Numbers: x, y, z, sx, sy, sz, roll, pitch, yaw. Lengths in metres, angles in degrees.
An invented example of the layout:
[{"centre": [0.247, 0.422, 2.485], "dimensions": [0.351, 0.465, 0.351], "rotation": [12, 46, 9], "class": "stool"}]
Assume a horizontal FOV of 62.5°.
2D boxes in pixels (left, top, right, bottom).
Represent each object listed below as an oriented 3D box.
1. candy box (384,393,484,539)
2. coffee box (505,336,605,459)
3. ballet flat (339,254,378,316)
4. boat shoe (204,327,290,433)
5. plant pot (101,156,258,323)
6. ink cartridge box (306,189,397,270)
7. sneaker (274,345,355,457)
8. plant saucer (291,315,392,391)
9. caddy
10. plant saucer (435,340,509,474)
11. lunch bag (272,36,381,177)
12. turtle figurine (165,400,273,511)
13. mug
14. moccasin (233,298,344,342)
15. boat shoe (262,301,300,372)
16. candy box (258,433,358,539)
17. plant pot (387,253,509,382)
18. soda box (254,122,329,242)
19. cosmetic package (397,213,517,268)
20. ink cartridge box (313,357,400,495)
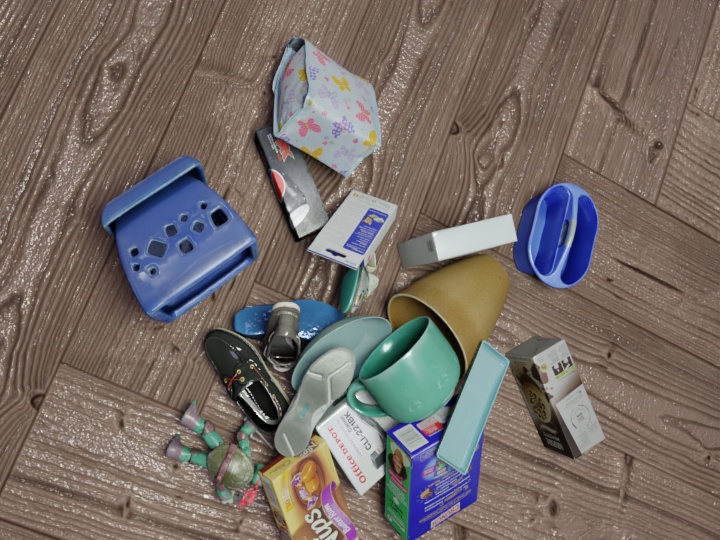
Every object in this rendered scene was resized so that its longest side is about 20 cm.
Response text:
[{"centre": [0.127, 0.341, 1.022], "dimensions": [0.165, 0.077, 0.206], "rotation": [-18, 121, -30], "class": "candy box"}, {"centre": [0.369, 0.238, 1.131], "dimensions": [0.078, 0.113, 0.205], "rotation": [-24, 91, -14], "class": "coffee box"}, {"centre": [0.000, 0.000, 1.041], "dimensions": [0.070, 0.073, 0.204], "rotation": [8, 46, -13], "class": "ballet flat"}, {"centre": [-0.195, 0.184, 1.004], "dimensions": [0.073, 0.063, 0.203], "rotation": [-37, 95, 16], "class": "boat shoe"}, {"centre": [-0.289, -0.051, 0.949], "dimensions": [0.198, 0.200, 0.182], "rotation": [-35, 89, -13], "class": "plant pot"}, {"centre": [-0.011, -0.066, 1.028], "dimensions": [0.092, 0.038, 0.201], "rotation": [20, 41, 12], "class": "ink cartridge box"}, {"centre": [-0.077, 0.205, 0.981], "dimensions": [0.070, 0.080, 0.203], "rotation": [34, 96, -5], "class": "sneaker"}, {"centre": [-0.037, 0.136, 1.019], "dimensions": [0.197, 0.204, 0.039], "rotation": [-27, 57, -15], "class": "plant saucer"}, {"centre": [0.386, -0.067, 1.159], "dimensions": [0.137, 0.105, 0.206], "rotation": [18, 82, -13], "class": "caddy"}, {"centre": [0.182, 0.220, 0.965], "dimensions": [0.069, 0.019, 0.204], "rotation": [35, 69, -22], "class": "plant saucer"}, {"centre": [-0.061, -0.292, 1.033], "dimensions": [0.167, 0.126, 0.205], "rotation": [23, 49, -36], "class": "lunch bag"}, {"centre": [-0.219, 0.312, 0.992], "dimensions": [0.196, 0.101, 0.153], "rotation": [29, 79, -4], "class": "turtle figurine"}, {"centre": [0.079, 0.174, 0.973], "dimensions": [0.115, 0.184, 0.152], "rotation": [50, 52, -7], "class": "mug"}, {"centre": [-0.124, 0.088, 1.045], "dimensions": [0.193, 0.068, 0.083], "rotation": [6, 72, -8], "class": "moccasin"}, {"centre": [-0.130, 0.128, 0.973], "dimensions": [0.064, 0.203, 0.058], "rotation": [4, 53, -7], "class": "boat shoe"}, {"centre": [-0.085, 0.397, 0.996], "dimensions": [0.115, 0.056, 0.206], "rotation": [-27, 108, -34], "class": "candy box"}, {"centre": [0.179, 0.066, 1.078], "dimensions": [0.199, 0.185, 0.189], "rotation": [-37, 95, -28], "class": "plant pot"}, {"centre": [-0.123, -0.160, 1.062], "dimensions": [0.069, 0.063, 0.205], "rotation": [-23, 91, -14], "class": "soda box"}, {"centre": [0.165, -0.049, 1.055], "dimensions": [0.146, 0.200, 0.053], "rotation": [-16, 90, -13], "class": "cosmetic package"}, {"centre": [0.025, 0.269, 1.058], "dimensions": [0.198, 0.084, 0.146], "rotation": [-37, 95, -14], "class": "ink cartridge box"}]
